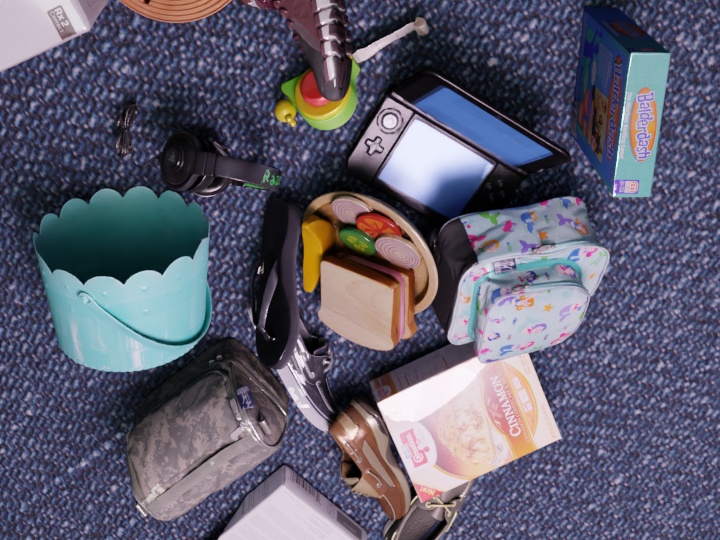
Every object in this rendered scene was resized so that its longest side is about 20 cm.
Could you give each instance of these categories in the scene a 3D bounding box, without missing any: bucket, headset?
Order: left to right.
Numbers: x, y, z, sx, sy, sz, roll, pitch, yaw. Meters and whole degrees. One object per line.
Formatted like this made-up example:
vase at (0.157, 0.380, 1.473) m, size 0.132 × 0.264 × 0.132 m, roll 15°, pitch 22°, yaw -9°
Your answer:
bucket at (-0.265, 0.010, 1.283) m, size 0.204 × 0.208 × 0.136 m, roll -1°, pitch 123°, yaw -3°
headset at (-0.184, -0.133, 1.271) m, size 0.197 × 0.123 × 0.095 m, roll 10°, pitch 90°, yaw 11°

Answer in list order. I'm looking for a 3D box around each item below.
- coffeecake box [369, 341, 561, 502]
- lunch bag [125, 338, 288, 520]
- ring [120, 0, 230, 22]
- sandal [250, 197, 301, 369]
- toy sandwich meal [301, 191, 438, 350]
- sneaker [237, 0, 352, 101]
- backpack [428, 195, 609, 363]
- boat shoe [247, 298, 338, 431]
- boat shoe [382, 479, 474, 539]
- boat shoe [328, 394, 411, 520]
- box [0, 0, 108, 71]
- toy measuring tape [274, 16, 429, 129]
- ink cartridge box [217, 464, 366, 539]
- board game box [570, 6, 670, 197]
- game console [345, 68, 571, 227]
coffeecake box at (0.133, 0.177, 1.429) m, size 0.198 × 0.073 × 0.155 m, roll -25°, pitch 109°, yaw 0°
lunch bag at (-0.189, 0.205, 1.391) m, size 0.199 × 0.168 × 0.140 m, roll -35°, pitch 113°, yaw 13°
ring at (-0.200, -0.366, 1.186) m, size 0.197 × 0.019 × 0.203 m, roll 4°, pitch 111°, yaw 9°
sandal at (-0.108, 0.015, 1.327) m, size 0.042 × 0.076 × 0.203 m, roll 5°, pitch 82°, yaw -37°
toy sandwich meal at (0.000, 0.000, 1.317) m, size 0.203 × 0.070 × 0.207 m, roll 23°, pitch 141°, yaw 20°
sneaker at (-0.076, -0.276, 1.213) m, size 0.114 × 0.076 × 0.203 m, roll -8°, pitch 88°, yaw 15°
backpack at (0.192, 0.005, 1.312) m, size 0.198 × 0.152 × 0.178 m, roll -18°, pitch 149°, yaw -15°
boat shoe at (-0.067, 0.111, 1.412) m, size 0.067 × 0.072 × 0.202 m, roll -25°, pitch 107°, yaw 10°
boat shoe at (0.100, 0.321, 1.521) m, size 0.072 × 0.060 × 0.203 m, roll 29°, pitch 110°, yaw -16°
boat shoe at (0.006, 0.252, 1.458) m, size 0.073 × 0.075 × 0.202 m, roll -32°, pitch 124°, yaw -18°
box at (-0.398, -0.314, 1.157) m, size 0.198 × 0.131 × 0.201 m, roll -22°, pitch 114°, yaw 7°
toy measuring tape at (-0.005, -0.210, 1.259) m, size 0.198 × 0.074 × 0.074 m, roll -25°, pitch 114°, yaw 9°
ink cartridge box at (-0.115, 0.382, 1.551) m, size 0.200 × 0.057 × 0.162 m, roll -39°, pitch 111°, yaw 23°
board game box at (0.277, -0.187, 1.216) m, size 0.044 × 0.201 × 0.154 m, roll 0°, pitch 116°, yaw -3°
game console at (0.106, -0.125, 1.282) m, size 0.198 × 0.117 × 0.177 m, roll 29°, pitch 110°, yaw -15°
